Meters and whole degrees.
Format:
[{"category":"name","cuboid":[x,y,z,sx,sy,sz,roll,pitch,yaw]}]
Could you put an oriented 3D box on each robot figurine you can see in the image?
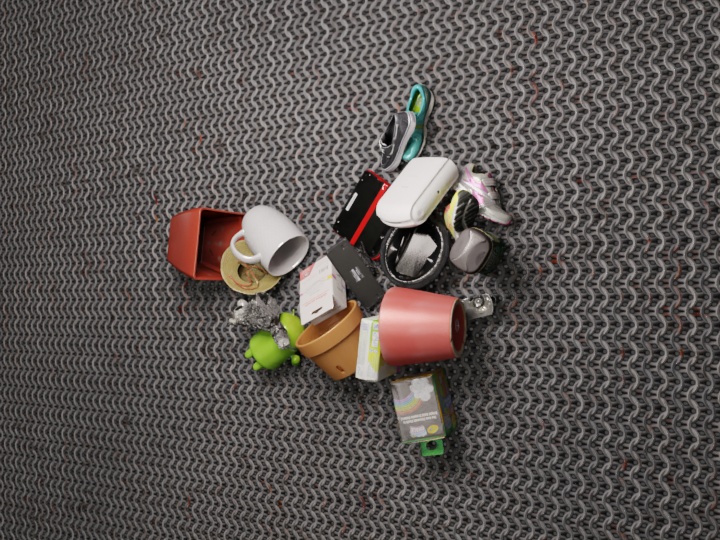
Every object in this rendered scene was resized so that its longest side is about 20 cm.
[{"category":"robot figurine","cuboid":[-0.237,0.203,1.832,0.199,0.115,0.177,-40,80,19]}]

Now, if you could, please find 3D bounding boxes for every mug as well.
[{"category":"mug","cuboid":[-0.274,-0.086,1.813,0.175,0.198,0.149,45,146,25]}]

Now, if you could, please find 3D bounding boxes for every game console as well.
[{"category":"game console","cuboid":[0.032,-0.149,1.760,0.176,0.031,0.202,38,105,24]}]

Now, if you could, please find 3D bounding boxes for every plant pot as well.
[{"category":"plant pot","cuboid":[-0.467,-0.081,1.909,0.174,0.199,0.204,8,92,35]},{"category":"plant pot","cuboid":[-0.056,0.195,1.714,0.198,0.200,0.141,-30,103,22]},{"category":"plant pot","cuboid":[0.159,0.138,1.573,0.174,0.200,0.205,-2,89,25]}]

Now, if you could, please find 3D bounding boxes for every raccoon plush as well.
[{"category":"raccoon plush","cuboid":[-0.288,0.156,1.758,0.134,0.096,0.202,-41,52,24]}]

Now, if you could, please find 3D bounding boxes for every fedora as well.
[{"category":"fedora","cuboid":[0.149,-0.047,1.666,0.197,0.091,0.205,-2,86,22]}]

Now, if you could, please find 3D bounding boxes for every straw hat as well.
[{"category":"straw hat","cuboid":[-0.319,0.011,1.878,0.200,0.200,0.086,40,145,19]}]

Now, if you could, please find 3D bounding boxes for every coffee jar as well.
[{"category":"coffee jar","cuboid":[0.284,-0.045,1.543,0.085,0.199,0.105,35,104,21]}]

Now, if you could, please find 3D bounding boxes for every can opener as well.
[{"category":"can opener","cuboid":[0.259,0.102,1.643,0.198,0.066,0.054,-17,87,37]}]

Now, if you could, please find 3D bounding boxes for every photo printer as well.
[{"category":"photo printer","cuboid":[0.135,-0.193,1.611,0.201,0.070,0.165,-52,30,-14]}]

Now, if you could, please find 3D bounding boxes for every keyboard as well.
[{"category":"keyboard","cuboid":[0.000,0.000,1.749,0.103,0.040,0.201,-33,99,14]}]

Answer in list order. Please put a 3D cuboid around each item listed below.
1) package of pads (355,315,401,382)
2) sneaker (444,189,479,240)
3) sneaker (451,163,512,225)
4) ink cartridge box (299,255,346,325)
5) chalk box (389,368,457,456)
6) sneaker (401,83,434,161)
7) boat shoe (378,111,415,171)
[{"category":"package of pads","cuboid":[0.053,0.198,1.649,0.067,0.199,0.158,7,92,23]},{"category":"sneaker","cuboid":[0.238,-0.140,1.582,0.077,0.201,0.091,-29,60,-10]},{"category":"sneaker","cuboid":[0.309,-0.195,1.599,0.200,0.081,0.089,46,109,17]},{"category":"ink cartridge box","cuboid":[-0.102,0.066,1.739,0.115,0.067,0.202,-30,39,22]},{"category":"chalk box","cuboid":[0.168,0.368,1.639,0.122,0.123,0.204,-14,85,23]},{"category":"sneaker","cuboid":[0.135,-0.389,1.683,0.076,0.079,0.204,14,96,24]},{"category":"boat shoe","cuboid":[0.079,-0.332,1.663,0.201,0.067,0.073,121,139,-55]}]
